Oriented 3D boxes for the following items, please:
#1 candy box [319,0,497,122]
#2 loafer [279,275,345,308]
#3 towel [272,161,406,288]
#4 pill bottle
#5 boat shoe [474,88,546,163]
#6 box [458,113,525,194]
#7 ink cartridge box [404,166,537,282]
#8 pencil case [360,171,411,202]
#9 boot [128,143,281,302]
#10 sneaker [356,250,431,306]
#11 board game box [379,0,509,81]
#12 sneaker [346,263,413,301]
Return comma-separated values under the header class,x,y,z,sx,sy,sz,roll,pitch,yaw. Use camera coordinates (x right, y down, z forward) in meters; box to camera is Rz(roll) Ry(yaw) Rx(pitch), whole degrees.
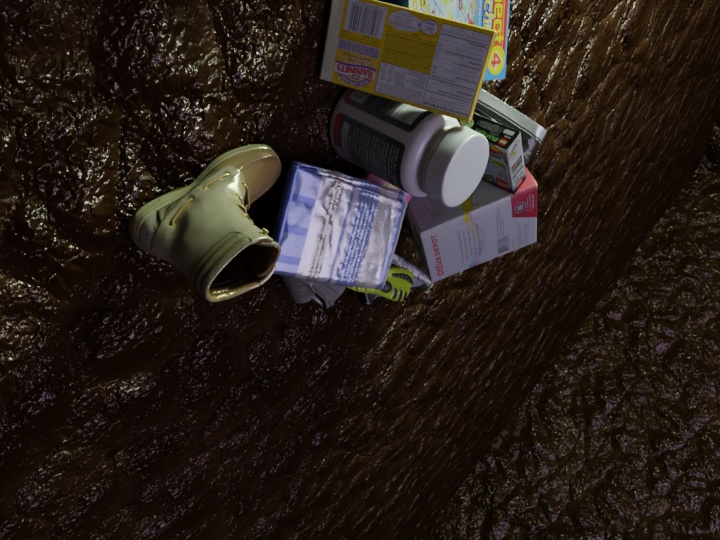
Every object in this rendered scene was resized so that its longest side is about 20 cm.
class,x,y,z,sx,sy,sz,roll,pitch,yaw
candy box,0.052,-0.255,0.645,0.026,0.198,0.103,-54,161,-57
loafer,-0.083,0.015,0.812,0.200,0.069,0.070,28,86,-58
towel,-0.027,-0.055,0.733,0.198,0.024,0.149,9,99,-38
pill bottle,0.062,-0.168,0.723,0.113,0.199,0.115,-33,142,-31
boat shoe,0.187,-0.236,0.841,0.064,0.199,0.071,-59,172,8
box,0.153,-0.197,0.820,0.035,0.199,0.110,-50,147,-9
ink cartridge box,0.176,-0.104,0.919,0.198,0.146,0.146,-22,143,1
pencil case,0.039,-0.133,0.836,0.201,0.086,0.083,-52,171,-8
boot,-0.131,-0.059,0.600,0.199,0.155,0.073,-38,142,-31
sneaker,0.046,0.020,1.000,0.116,0.075,0.199,-54,138,5
board game box,0.114,-0.348,0.708,0.194,0.056,0.203,-20,119,-34
sneaker,0.000,0.000,0.850,0.199,0.083,0.075,29,79,-44
